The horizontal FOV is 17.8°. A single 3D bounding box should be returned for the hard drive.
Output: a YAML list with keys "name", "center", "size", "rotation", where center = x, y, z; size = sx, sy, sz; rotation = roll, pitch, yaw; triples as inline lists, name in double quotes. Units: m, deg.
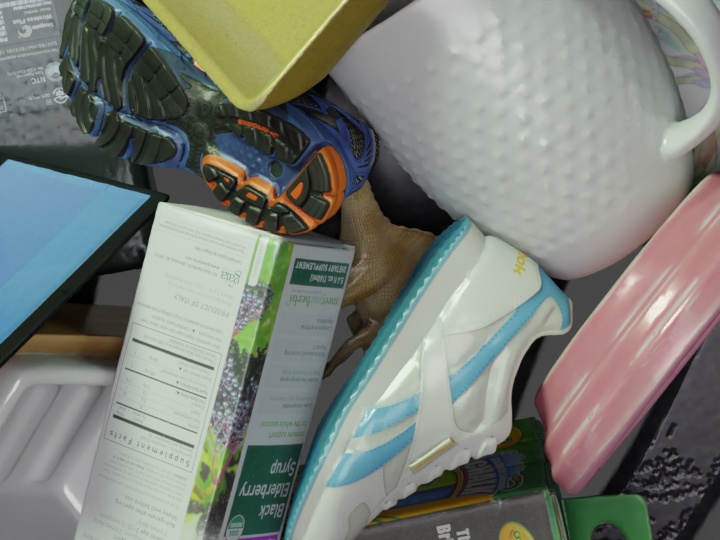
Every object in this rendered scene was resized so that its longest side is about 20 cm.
- name: "hard drive"
  center: [-0.190, -0.089, 1.239]
  size: [0.139, 0.033, 0.201]
  rotation: [-9, 105, 3]

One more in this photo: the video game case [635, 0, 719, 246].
- name: "video game case"
  center: [0.233, -0.115, 1.230]
  size: [0.181, 0.022, 0.201]
  rotation: [-3, 106, 2]

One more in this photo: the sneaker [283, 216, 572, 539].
- name: "sneaker"
  center: [0.028, 0.076, 1.154]
  size: [0.081, 0.077, 0.200]
  rotation: [32, 100, -7]

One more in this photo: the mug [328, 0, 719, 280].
- name: "mug"
  center: [0.101, -0.096, 1.157]
  size: [0.200, 0.148, 0.176]
  rotation: [-22, 112, 46]

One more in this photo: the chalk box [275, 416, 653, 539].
- name: "chalk box"
  center: [0.061, 0.164, 1.261]
  size: [0.199, 0.124, 0.125]
  rotation: [-11, 104, 3]

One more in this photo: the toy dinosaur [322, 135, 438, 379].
- name: "toy dinosaur"
  center: [0.000, 0.000, 1.243]
  size: [0.101, 0.058, 0.200]
  rotation: [-20, 129, 7]

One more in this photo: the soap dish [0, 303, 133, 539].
- name: "soap dish"
  center: [-0.177, 0.088, 1.215]
  size: [0.081, 0.200, 0.158]
  rotation: [39, 106, 25]

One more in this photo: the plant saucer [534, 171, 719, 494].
- name: "plant saucer"
  center: [0.153, 0.023, 1.176]
  size: [0.051, 0.200, 0.201]
  rotation: [39, 103, 8]

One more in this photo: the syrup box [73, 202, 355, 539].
- name: "syrup box"
  center: [-0.076, 0.072, 1.172]
  size: [0.081, 0.079, 0.201]
  rotation: [16, 95, 30]

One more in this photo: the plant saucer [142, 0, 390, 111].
- name: "plant saucer"
  center: [-0.020, -0.188, 1.132]
  size: [0.200, 0.200, 0.048]
  rotation: [-49, 134, 8]

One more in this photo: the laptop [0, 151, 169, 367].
- name: "laptop"
  center: [-0.230, -0.050, 1.131]
  size: [0.103, 0.177, 0.200]
  rotation: [-25, 107, 46]

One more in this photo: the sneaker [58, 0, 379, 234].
- name: "sneaker"
  center: [-0.074, -0.082, 1.166]
  size: [0.200, 0.078, 0.076]
  rotation: [35, 120, 24]
